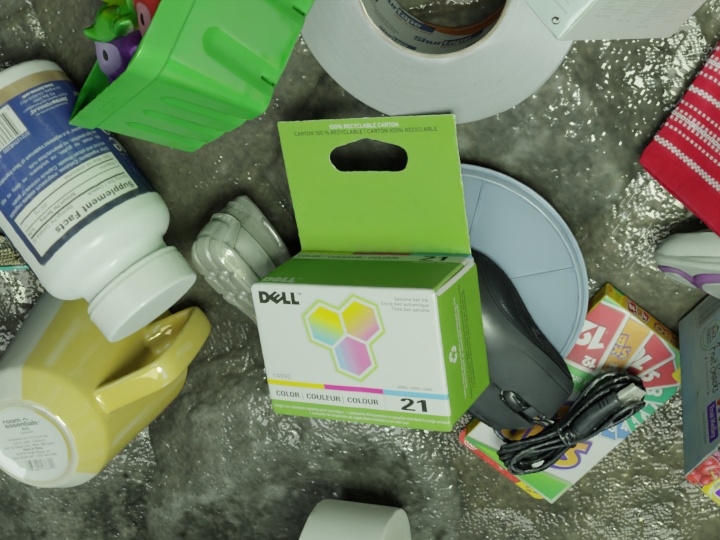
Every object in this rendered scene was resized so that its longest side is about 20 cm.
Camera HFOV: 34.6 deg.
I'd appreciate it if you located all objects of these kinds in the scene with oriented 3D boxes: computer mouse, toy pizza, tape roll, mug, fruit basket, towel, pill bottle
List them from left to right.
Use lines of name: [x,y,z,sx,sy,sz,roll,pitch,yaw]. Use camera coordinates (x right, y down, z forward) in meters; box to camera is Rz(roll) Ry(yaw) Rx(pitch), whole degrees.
pill bottle: [-0.215,-0.050,0.872,0.111,0.111,0.200,-41,85,30]
mug: [-0.232,0.087,0.955,0.149,0.153,0.187,32,121,-2]
fruit basket: [-0.151,-0.184,0.755,0.215,0.156,0.216,21,166,6]
tape roll: [-0.010,0.299,0.979,0.070,0.203,0.203,5,119,13]
tape roll: [0.054,-0.202,0.768,0.199,0.066,0.201,7,120,12]
toy pizza: [0.077,0.009,0.894,0.199,0.032,0.201,7,117,14]
computer mouse: [0.106,0.069,0.865,0.138,0.053,0.200,-37,101,30]
towel: [0.272,-0.107,0.731,0.145,0.022,0.201,53,130,34]

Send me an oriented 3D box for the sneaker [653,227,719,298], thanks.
sneaker: [0.303,-0.030,0.795,0.199,0.100,0.075,-5,161,28]

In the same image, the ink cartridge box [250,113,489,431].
ink cartridge box: [0.000,0.000,0.807,0.147,0.076,0.201,2,112,28]

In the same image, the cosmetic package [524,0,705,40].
cosmetic package: [0.185,-0.201,0.654,0.151,0.200,0.052,-44,77,30]

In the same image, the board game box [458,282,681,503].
board game box: [0.169,0.108,0.928,0.095,0.030,0.200,37,123,-5]

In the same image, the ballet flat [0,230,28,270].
ballet flat: [-0.259,-0.027,0.957,0.199,0.068,0.076,8,104,14]

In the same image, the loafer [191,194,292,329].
loafer: [-0.054,0.026,0.921,0.070,0.070,0.200,4,141,44]

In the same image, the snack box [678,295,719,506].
snack box: [0.288,0.111,0.793,0.142,0.200,0.053,37,120,-6]
